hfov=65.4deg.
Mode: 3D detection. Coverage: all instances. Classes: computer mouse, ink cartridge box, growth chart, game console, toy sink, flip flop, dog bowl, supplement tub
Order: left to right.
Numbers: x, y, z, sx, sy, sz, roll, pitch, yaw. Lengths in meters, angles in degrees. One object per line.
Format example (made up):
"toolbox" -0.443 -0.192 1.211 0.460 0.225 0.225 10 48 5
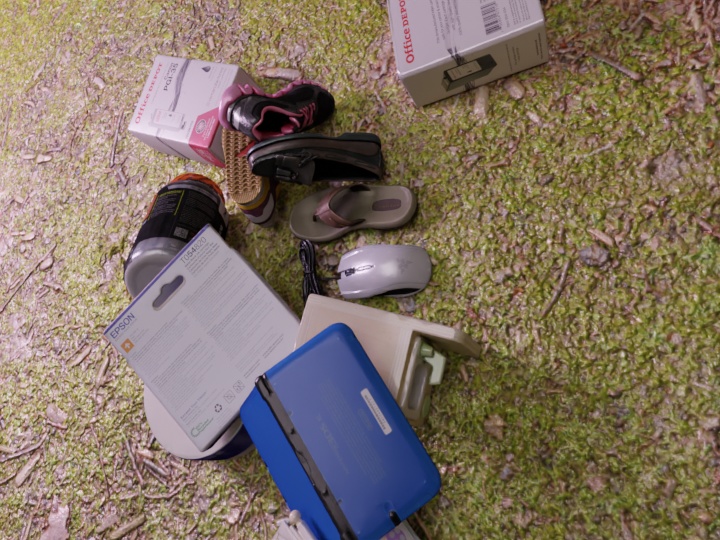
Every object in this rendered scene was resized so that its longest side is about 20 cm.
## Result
"supplement tub" -0.261 -0.046 0.822 0.119 0.124 0.204 -20 40 17
"ink cartridge box" -0.279 -0.268 0.947 0.195 0.083 0.151 16 82 27
"ink cartridge box" -0.192 0.083 0.716 0.200 0.041 0.200 -44 83 -3
"dog bowl" -0.208 0.161 0.796 0.194 0.079 0.207 -7 72 22
"growth chart" -0.063 0.357 0.639 0.146 0.017 0.202 50 139 18
"game console" -0.032 0.192 0.617 0.168 0.119 0.203 -33 78 -6
"flip flop" -0.016 -0.088 0.791 0.194 0.057 0.084 -3 74 23
"computer mouse" 0.000 0.000 0.766 0.194 0.044 0.114 -9 72 22
"toy sink" 0.031 0.116 0.673 0.194 0.130 0.116 11 80 25
"ink cartridge box" 0.145 -0.338 0.775 0.194 0.084 0.151 -14 70 20

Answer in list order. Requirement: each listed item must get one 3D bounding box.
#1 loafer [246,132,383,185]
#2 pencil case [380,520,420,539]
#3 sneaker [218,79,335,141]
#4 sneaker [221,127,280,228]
"loafer" -0.059 -0.149 0.782 0.193 0.072 0.065 -9 71 -13
"pencil case" 0.020 0.299 0.649 0.201 0.082 0.092 51 120 28
"sneaker" -0.102 -0.221 0.806 0.095 0.197 0.081 35 130 33
"sneaker" -0.165 -0.162 0.866 0.072 0.091 0.206 -11 59 10
